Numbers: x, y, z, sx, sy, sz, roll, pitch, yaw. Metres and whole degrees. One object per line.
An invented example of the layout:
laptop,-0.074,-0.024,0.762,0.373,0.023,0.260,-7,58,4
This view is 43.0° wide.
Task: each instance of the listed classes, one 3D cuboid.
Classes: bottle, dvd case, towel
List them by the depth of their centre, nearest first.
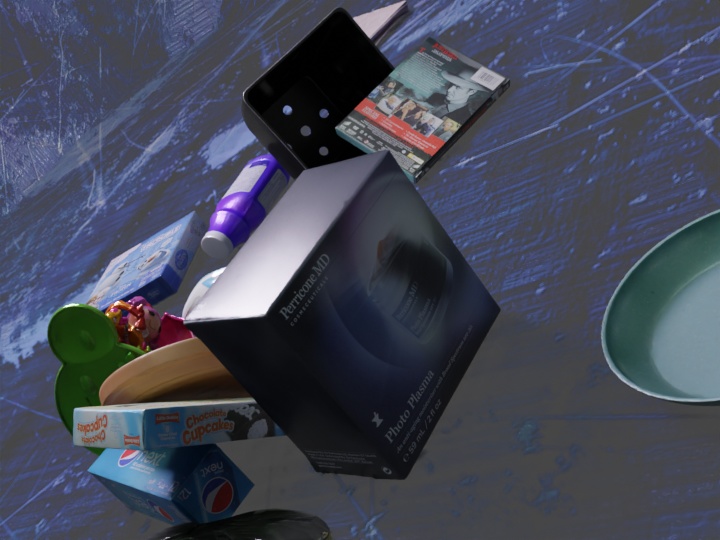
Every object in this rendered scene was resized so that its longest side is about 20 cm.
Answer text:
dvd case,0.084,-0.220,1.233,0.146,0.022,0.200,34,72,27
bottle,-0.181,-0.098,1.423,0.083,0.065,0.200,-18,31,38
towel,-0.012,-0.467,1.868,0.191,0.032,0.200,-49,27,-24

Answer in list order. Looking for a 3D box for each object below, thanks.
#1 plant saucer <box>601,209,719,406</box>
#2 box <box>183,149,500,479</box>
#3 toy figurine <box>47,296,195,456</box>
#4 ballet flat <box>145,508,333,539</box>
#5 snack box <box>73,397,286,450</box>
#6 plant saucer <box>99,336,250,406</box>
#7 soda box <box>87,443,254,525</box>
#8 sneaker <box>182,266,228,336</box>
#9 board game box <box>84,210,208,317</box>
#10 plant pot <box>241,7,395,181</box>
plant saucer,0.267,0.025,0.637,0.200,0.036,0.200,-31,26,17
box,-0.007,0.039,0.792,0.123,0.199,0.200,-9,38,47
toy figurine,-0.270,0.096,1.099,0.150,0.201,0.184,-21,16,15
ballet flat,-0.103,0.241,0.777,0.199,0.057,0.066,-16,5,32
snack box,-0.146,0.138,0.843,0.116,0.200,0.037,-8,81,44
plant saucer,-0.160,0.116,0.924,0.200,0.200,0.032,-28,67,22
soda box,-0.195,0.208,0.919,0.200,0.064,0.068,-3,42,52
sneaker,-0.152,0.042,1.135,0.200,0.077,0.081,-25,30,32
board game box,-0.362,0.008,1.515,0.200,0.043,0.199,-28,25,23
plant pot,-0.056,-0.223,1.333,0.200,0.200,0.177,-46,12,-16
